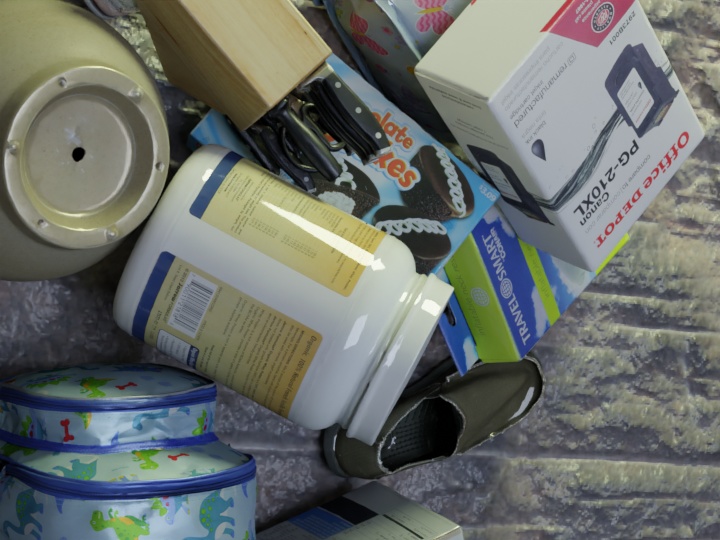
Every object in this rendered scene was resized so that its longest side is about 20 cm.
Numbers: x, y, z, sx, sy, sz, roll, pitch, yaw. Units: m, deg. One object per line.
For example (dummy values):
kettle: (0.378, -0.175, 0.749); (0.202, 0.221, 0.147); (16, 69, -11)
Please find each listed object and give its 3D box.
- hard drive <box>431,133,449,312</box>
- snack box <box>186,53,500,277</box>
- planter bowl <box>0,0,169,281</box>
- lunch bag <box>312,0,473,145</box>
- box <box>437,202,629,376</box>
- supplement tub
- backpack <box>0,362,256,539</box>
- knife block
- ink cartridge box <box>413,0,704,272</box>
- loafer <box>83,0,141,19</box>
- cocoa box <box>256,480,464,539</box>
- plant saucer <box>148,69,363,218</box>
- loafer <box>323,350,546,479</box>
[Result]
hard drive: (0.000, 0.000, 1.702); (0.200, 0.042, 0.135); (-39, 118, -22)
snack box: (-0.012, -0.073, 1.627); (0.200, 0.037, 0.116); (39, 75, -1)
planter bowl: (-0.208, -0.082, 1.499); (0.199, 0.135, 0.201); (-7, 104, -30)
lunch bag: (0.062, -0.219, 1.650); (0.170, 0.127, 0.200); (-49, 132, -14)
box: (0.124, -0.022, 1.738); (0.200, 0.048, 0.122); (-45, 121, -40)
supplement tub: (-0.051, 0.019, 1.536); (0.199, 0.144, 0.145); (28, 83, 3)
backpack: (-0.167, 0.141, 1.532); (0.182, 0.200, 0.148); (-4, 102, -31)
knife block: (-0.065, -0.146, 1.525); (0.064, 0.175, 0.200); (-44, 142, -22)
ink cartridge box: (0.147, -0.119, 1.620); (0.145, 0.084, 0.200); (-49, 135, -13)
loafer: (-0.166, -0.268, 1.520); (0.072, 0.063, 0.201); (-27, 114, -52)
cocoa box: (0.008, 0.283, 1.685); (0.131, 0.133, 0.201); (-21, 110, -25)
plant saucer: (-0.062, -0.067, 1.653); (0.200, 0.019, 0.070); (-36, 94, -22)
loafer: (0.069, 0.117, 1.754); (0.199, 0.070, 0.076); (-24, 112, -26)
